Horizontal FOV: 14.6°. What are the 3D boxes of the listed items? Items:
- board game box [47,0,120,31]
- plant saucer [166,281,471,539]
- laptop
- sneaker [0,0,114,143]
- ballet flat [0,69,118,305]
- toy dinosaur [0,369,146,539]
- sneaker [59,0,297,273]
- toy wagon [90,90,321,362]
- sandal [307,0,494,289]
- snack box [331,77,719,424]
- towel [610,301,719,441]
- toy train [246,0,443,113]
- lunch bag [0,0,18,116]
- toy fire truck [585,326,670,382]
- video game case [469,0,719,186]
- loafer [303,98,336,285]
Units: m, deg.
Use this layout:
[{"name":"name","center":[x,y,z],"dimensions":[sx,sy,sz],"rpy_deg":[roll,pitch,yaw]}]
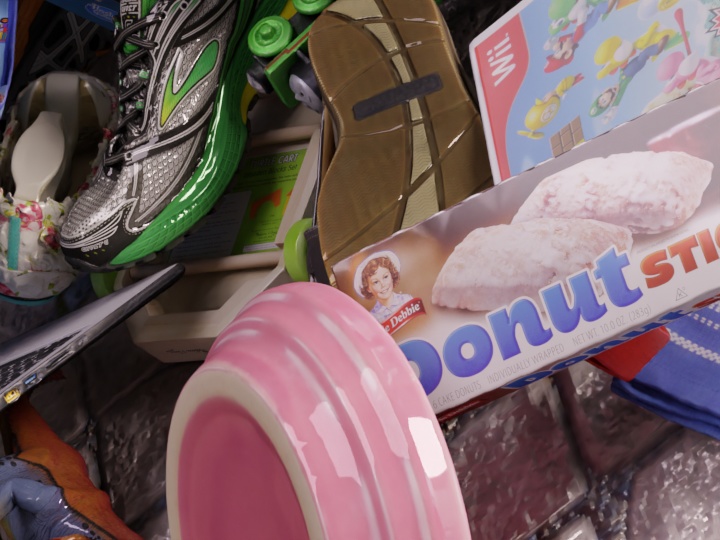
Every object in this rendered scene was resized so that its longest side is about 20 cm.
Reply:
[{"name":"board game box","center":[-0.111,-0.221,1.443],"dimensions":[0.047,0.150,0.201],"rpy_deg":[122,171,-61]},{"name":"plant saucer","center":[-0.023,0.107,1.094],"dimensions":[0.200,0.051,0.202],"rpy_deg":[32,126,56]},{"name":"laptop","center":[-0.221,0.024,1.303],"dimensions":[0.200,0.116,0.187],"rpy_deg":[-38,10,-36]},{"name":"sneaker","center":[-0.165,-0.135,1.526],"dimensions":[0.200,0.077,0.079],"rpy_deg":[-53,38,35]},{"name":"ballet flat","center":[-0.151,-0.060,1.421],"dimensions":[0.075,0.064,0.201],"rpy_deg":[3,35,0]},{"name":"toy dinosaur","center":[-0.149,0.104,1.288],"dimensions":[0.181,0.105,0.201],"rpy_deg":[-10,54,45]},{"name":"sneaker","center":[-0.094,-0.090,1.329],"dimensions":[0.078,0.085,0.201],"rpy_deg":[6,66,51]},{"name":"toy wagon","center":[-0.049,-0.052,1.354],"dimensions":[0.155,0.040,0.201],"rpy_deg":[-5,58,46]},{"name":"sandal","center":[0.021,-0.045,1.186],"dimensions":[0.080,0.054,0.201],"rpy_deg":[-18,44,8]},{"name":"snack box","center":[0.085,-0.007,1.045],"dimensions":[0.199,0.024,0.072],"rpy_deg":[-25,75,26]},{"name":"towel","center":[0.188,-0.019,1.072],"dimensions":[0.145,0.024,0.201],"rpy_deg":[24,81,53]},{"name":"toy train","center":[0.030,-0.146,1.302],"dimensions":[0.200,0.042,0.056],"rpy_deg":[-44,53,-8]},{"name":"lunch bag","center":[-0.225,-0.071,1.428],"dimensions":[0.151,0.094,0.201],"rpy_deg":[-59,32,30]},{"name":"toy fire truck","center":[0.102,-0.054,1.153],"dimensions":[0.141,0.049,0.200],"rpy_deg":[-50,26,8]},{"name":"video game case","center":[0.128,-0.103,1.094],"dimensions":[0.200,0.017,0.143],"rpy_deg":[-38,33,23]},{"name":"loafer","center":[0.000,0.000,1.228],"dimensions":[0.073,0.072,0.201],"rpy_deg":[-25,46,34]}]
